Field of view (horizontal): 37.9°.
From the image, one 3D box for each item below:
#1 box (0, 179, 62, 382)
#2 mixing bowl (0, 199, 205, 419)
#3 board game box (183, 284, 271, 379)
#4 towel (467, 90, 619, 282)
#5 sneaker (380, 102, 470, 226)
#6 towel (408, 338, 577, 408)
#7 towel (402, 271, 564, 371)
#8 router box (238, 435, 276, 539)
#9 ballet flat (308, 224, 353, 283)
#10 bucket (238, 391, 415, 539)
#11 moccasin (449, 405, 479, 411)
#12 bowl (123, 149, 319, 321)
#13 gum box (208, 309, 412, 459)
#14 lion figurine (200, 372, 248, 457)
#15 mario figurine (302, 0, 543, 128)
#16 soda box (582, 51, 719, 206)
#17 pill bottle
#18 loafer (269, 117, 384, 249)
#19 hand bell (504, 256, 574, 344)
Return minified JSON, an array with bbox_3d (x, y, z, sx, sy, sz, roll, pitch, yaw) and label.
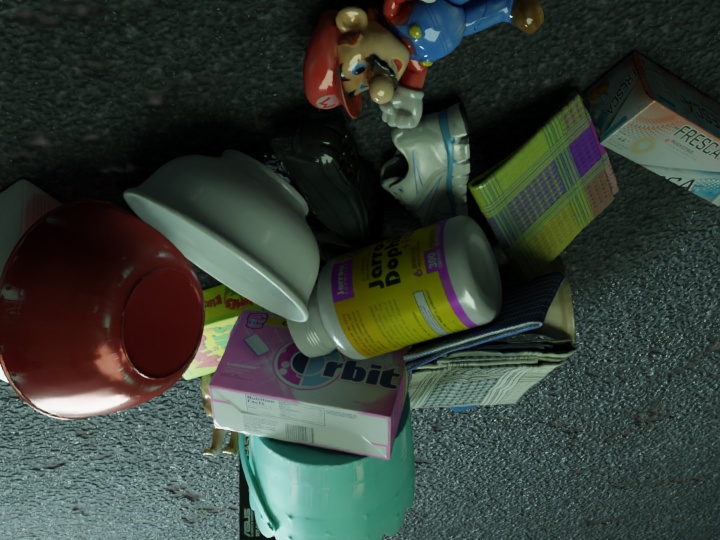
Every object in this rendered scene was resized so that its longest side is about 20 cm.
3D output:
[{"bbox_3d":[-0.313,0.029,1.033,0.151,0.107,0.200,-24,143,20],"label":"box"},{"bbox_3d":[-0.210,0.041,0.935,0.107,0.202,0.200,7,159,35],"label":"mixing bowl"},{"bbox_3d":[-0.128,0.057,1.179,0.198,0.048,0.102,-17,146,10],"label":"board game box"},{"bbox_3d":[0.185,-0.076,1.037,0.143,0.023,0.200,-43,145,0],"label":"towel"},{"bbox_3d":[0.063,-0.080,1.019,0.085,0.076,0.201,-5,138,3],"label":"sneaker"},{"bbox_3d":[0.126,0.125,1.206,0.190,0.035,0.200,1,155,-14],"label":"towel"},{"bbox_3d":[0.130,0.049,1.055,0.143,0.024,0.200,-19,-174,20],"label":"towel"},{"bbox_3d":[-0.112,0.283,1.379,0.061,0.202,0.150,-9,148,7],"label":"router box"},{"bbox_3d":[0.000,0.000,1.116,0.072,0.073,0.199,-34,141,32],"label":"ballet flat"},{"bbox_3d":[-0.033,0.192,1.149,0.204,0.208,0.136,-6,127,-7],"label":"bucket"},{"bbox_3d":[0.128,0.111,1.315,0.080,0.069,0.201,-18,148,-2],"label":"moccasin"},{"bbox_3d":[-0.109,-0.045,0.958,0.200,0.091,0.201,32,167,8],"label":"bowl"},{"bbox_3d":[-0.053,0.114,1.080,0.197,0.114,0.067,9,132,10],"label":"gum box"},{"bbox_3d":[-0.119,0.181,1.279,0.199,0.124,0.072,33,148,-33],"label":"lion figurine"},{"bbox_3d":[0.049,-0.174,0.825,0.198,0.106,0.124,-25,110,8],"label":"mario figurine"},{"bbox_3d":[0.304,-0.131,1.002,0.198,0.064,0.068,19,137,-36],"label":"soda box"},{"bbox_3d":[0.029,0.024,1.008,0.198,0.105,0.104,-18,146,24],"label":"pill bottle"},{"bbox_3d":[-0.026,-0.079,0.997,0.069,0.069,0.201,2,155,20],"label":"loafer"},{"bbox_3d":[0.136,0.050,1.194,0.197,0.105,0.105,-8,147,1],"label":"hand bell"}]
